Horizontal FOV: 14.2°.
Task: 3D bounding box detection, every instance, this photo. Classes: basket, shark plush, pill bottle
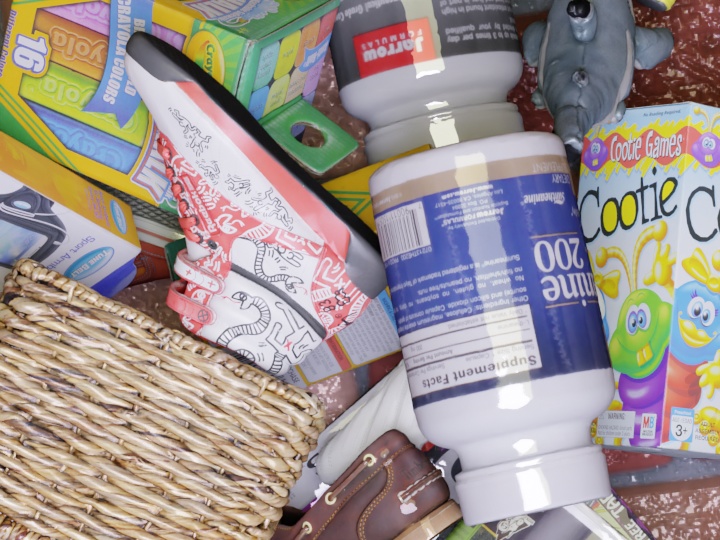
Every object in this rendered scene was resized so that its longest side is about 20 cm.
[{"bbox_3d":[-0.137,0.102,1.625,0.200,0.143,0.149,25,83,-3],"label":"basket"},{"bbox_3d":[0.119,-0.129,1.673,0.091,0.083,0.200,12,40,18],"label":"shark plush"},{"bbox_3d":[0.034,-0.155,1.732,0.114,0.114,0.200,-12,85,-1],"label":"pill bottle"},{"bbox_3d":[0.076,0.032,1.563,0.111,0.111,0.200,-12,84,-1],"label":"pill bottle"}]

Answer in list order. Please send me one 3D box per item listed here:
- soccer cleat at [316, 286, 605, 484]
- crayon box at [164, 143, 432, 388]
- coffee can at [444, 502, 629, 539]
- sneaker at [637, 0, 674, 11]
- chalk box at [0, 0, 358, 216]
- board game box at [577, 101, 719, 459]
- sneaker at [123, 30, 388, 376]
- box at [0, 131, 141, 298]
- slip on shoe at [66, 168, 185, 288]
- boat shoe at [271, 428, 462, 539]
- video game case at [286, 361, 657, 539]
[{"bbox_3d":[0.051,0.056,1.688,0.200,0.069,0.078,-33,92,12],"label":"soccer cleat"},{"bbox_3d":[0.000,0.000,1.698,0.200,0.126,0.052,-20,55,6],"label":"crayon box"},{"bbox_3d":[0.081,0.226,1.648,0.146,0.146,0.200,40,87,3],"label":"coffee can"},{"bbox_3d":[0.158,-0.259,1.771,0.085,0.074,0.200,-32,95,-9],"label":"sneaker"},{"bbox_3d":[-0.096,-0.114,1.684,0.200,0.125,0.124,22,115,15],"label":"chalk box"},{"bbox_3d":[0.195,0.009,1.707,0.105,0.103,0.200,8,84,-32],"label":"board game box"},{"bbox_3d":[-0.083,-0.030,1.593,0.108,0.067,0.201,-44,105,9],"label":"sneaker"},{"bbox_3d":[-0.221,-0.022,1.656,0.119,0.200,0.042,-33,54,22],"label":"box"},{"bbox_3d":[-0.138,-0.018,1.750,0.200,0.074,0.061,7,119,-6],"label":"slip on shoe"},{"bbox_3d":[-0.026,0.164,1.676,0.200,0.070,0.070,-40,85,28],"label":"boat shoe"},{"bbox_3d":[0.056,0.158,1.744,0.181,0.036,0.200,-40,87,-2],"label":"video game case"}]
